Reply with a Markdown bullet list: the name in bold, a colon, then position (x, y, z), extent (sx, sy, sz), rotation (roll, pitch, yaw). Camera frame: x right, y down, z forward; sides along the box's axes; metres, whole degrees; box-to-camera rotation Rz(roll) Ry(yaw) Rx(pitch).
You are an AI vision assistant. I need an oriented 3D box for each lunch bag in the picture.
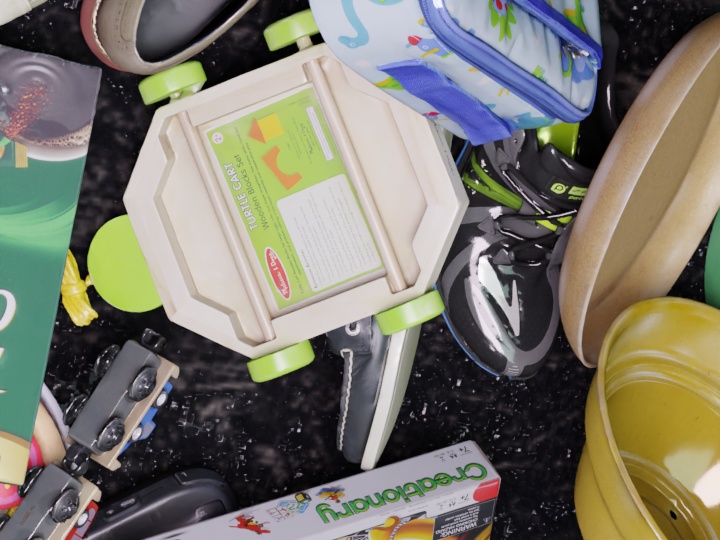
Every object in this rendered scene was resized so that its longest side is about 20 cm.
- **lunch bag**: position (0.044, -0.149, 1.238), extent (0.200, 0.082, 0.161), rotation (27, 59, -61)

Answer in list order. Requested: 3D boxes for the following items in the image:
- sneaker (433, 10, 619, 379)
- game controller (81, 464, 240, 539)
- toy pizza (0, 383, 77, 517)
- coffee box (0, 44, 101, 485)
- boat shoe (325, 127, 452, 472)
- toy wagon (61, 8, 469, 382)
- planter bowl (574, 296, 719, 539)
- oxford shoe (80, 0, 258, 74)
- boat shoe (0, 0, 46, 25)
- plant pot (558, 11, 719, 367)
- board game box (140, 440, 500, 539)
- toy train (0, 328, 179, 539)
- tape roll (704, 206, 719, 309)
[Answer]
- **sneaker**: position (0.086, -0.041, 1.358), extent (0.071, 0.083, 0.200), rotation (5, 105, -23)
- **game controller**: position (-0.143, 0.175, 1.366), extent (0.200, 0.042, 0.104), rotation (-25, 128, -12)
- **toy pizza**: position (-0.226, 0.115, 1.288), extent (0.200, 0.032, 0.201), rotation (-1, 95, -17)
- **coffee box**: position (-0.195, -0.008, 1.252), extent (0.123, 0.044, 0.201), rotation (13, 87, -24)
- **boat shoe**: position (0.000, 0.000, 1.349), extent (0.066, 0.075, 0.200), rotation (11, 112, 5)
- **toy wagon**: position (-0.053, -0.028, 1.301), extent (0.200, 0.040, 0.155), rotation (-21, 91, 17)
- **planter bowl**: position (0.168, 0.119, 1.368), extent (0.200, 0.201, 0.083), rotation (27, 131, -26)
- **oxford shoe**: position (-0.044, -0.165, 1.271), extent (0.070, 0.075, 0.200), rotation (40, 88, -24)
- **boat shoe**: position (-0.189, -0.193, 1.208), extent (0.062, 0.072, 0.200), rotation (-41, 119, -8)
- **plant pot**: position (0.149, -0.046, 1.350), extent (0.027, 0.200, 0.200), rotation (28, 97, 18)
- **board game box**: position (-0.030, 0.164, 1.367), extent (0.200, 0.035, 0.126), rotation (-15, 135, -23)
- **toy train**: position (-0.145, 0.116, 1.283), extent (0.200, 0.034, 0.046), rotation (-57, 150, -7)
- **tape roll**: position (0.283, -0.001, 1.468), extent (0.200, 0.048, 0.201), rotation (-6, 108, -20)
